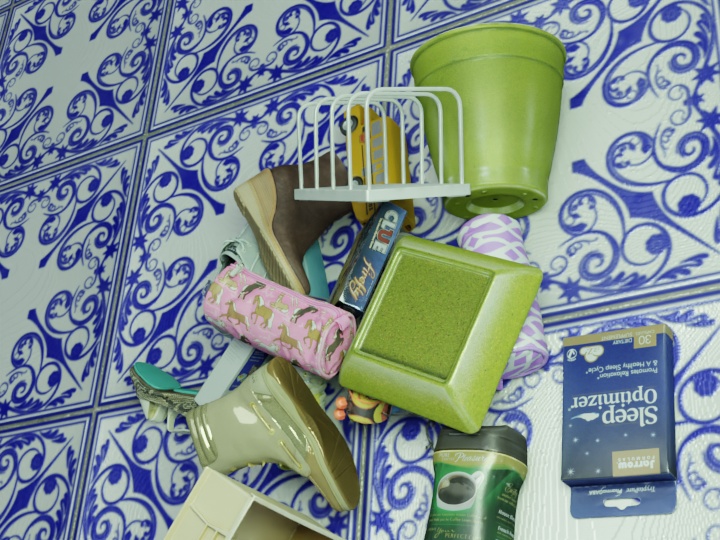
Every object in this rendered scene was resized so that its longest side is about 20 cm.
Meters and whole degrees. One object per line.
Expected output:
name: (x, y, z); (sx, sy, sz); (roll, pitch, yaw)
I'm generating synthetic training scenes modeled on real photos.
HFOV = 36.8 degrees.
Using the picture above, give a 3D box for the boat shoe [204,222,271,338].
boat shoe: (-0.162, -0.009, 1.500); (0.069, 0.071, 0.203); (2, 66, 37)

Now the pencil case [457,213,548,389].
pencil case: (0.163, 0.029, 1.275); (0.085, 0.083, 0.202); (-38, 46, 38)

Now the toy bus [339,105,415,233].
toy bus: (0.024, -0.141, 1.496); (0.078, 0.065, 0.202); (-21, 54, 25)

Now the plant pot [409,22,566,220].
plant pot: (0.162, -0.171, 1.344); (0.199, 0.200, 0.195); (-11, 71, 31)

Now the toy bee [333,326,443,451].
toy bee: (0.011, 0.137, 1.303); (0.200, 0.107, 0.133); (-148, 56, -63)

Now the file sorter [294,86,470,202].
file sorter: (0.020, -0.149, 1.298); (0.199, 0.137, 0.126); (8, 101, 62)

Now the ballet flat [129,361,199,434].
ballet flat: (-0.265, 0.189, 1.527); (0.199, 0.067, 0.076); (15, 94, 39)

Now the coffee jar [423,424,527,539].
coffee jar: (0.122, 0.268, 1.177); (0.103, 0.085, 0.202); (-6, 62, 37)

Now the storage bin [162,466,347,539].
storage bin: (-0.138, 0.355, 1.238); (0.093, 0.200, 0.200); (23, 79, 43)

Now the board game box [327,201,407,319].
board game box: (0.000, 0.000, 1.367); (0.200, 0.034, 0.137); (132, 162, -77)

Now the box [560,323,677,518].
box: (0.277, 0.161, 1.163); (0.120, 0.032, 0.202); (-11, 60, 31)

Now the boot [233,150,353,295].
boot: (-0.065, -0.066, 1.485); (0.165, 0.073, 0.201); (-20, 69, -20)

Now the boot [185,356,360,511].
boot: (-0.105, 0.221, 1.292); (0.155, 0.201, 0.073); (-30, 8, 20)

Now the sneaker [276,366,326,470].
sneaker: (-0.060, 0.166, 1.359); (0.131, 0.079, 0.201); (53, 124, 39)

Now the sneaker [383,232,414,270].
sneaker: (0.064, 0.025, 1.362); (0.076, 0.081, 0.201); (-32, 49, 19)

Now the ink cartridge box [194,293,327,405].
ink cartridge box: (-0.130, 0.103, 1.422); (0.039, 0.099, 0.201); (41, 101, 26)

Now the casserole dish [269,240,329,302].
casserole dish: (-0.109, 0.012, 1.525); (0.120, 0.039, 0.202); (-29, 50, 20)

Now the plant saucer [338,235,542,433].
plant saucer: (0.079, 0.057, 1.216); (0.198, 0.048, 0.201); (16, 74, 36)

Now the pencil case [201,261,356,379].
pencil case: (-0.097, 0.059, 1.309); (0.199, 0.087, 0.083); (23, 65, 29)
